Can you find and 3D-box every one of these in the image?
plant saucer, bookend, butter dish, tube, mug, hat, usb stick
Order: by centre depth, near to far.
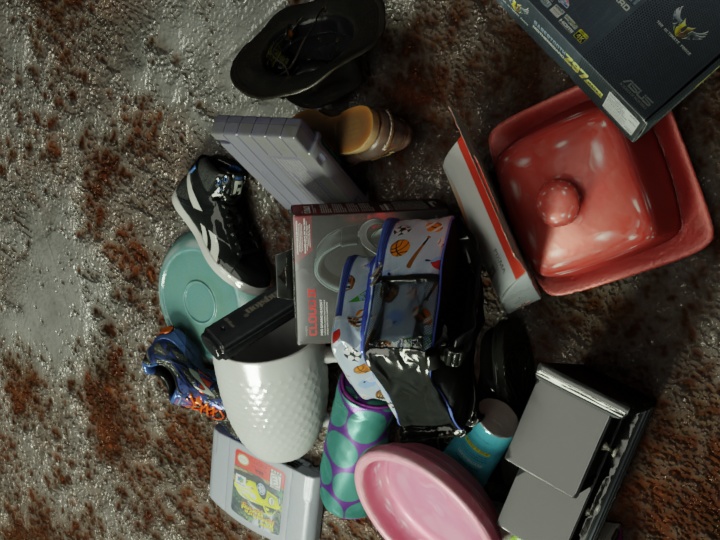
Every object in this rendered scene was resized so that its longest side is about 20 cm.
[{"bbox_3d":[0.215,-0.077,0.835,0.197,0.147,0.204,-21,91,36],"label":"butter dish"},{"bbox_3d":[0.205,0.203,0.848,0.091,0.199,0.202,25,94,27],"label":"bookend"},{"bbox_3d":[0.082,0.270,0.953,0.198,0.051,0.203,30,140,28],"label":"plant saucer"},{"bbox_3d":[0.116,0.226,0.958,0.077,0.050,0.202,40,133,20],"label":"tube"},{"bbox_3d":[-0.050,-0.241,0.993,0.197,0.203,0.081,3,142,32],"label":"hat"},{"bbox_3d":[-0.106,0.045,1.057,0.055,0.198,0.033,39,149,35],"label":"usb stick"},{"bbox_3d":[-0.087,0.153,1.107,0.195,0.148,0.179,-4,118,4],"label":"mug"},{"bbox_3d":[-0.228,0.044,1.232,0.197,0.027,0.205,10,108,32],"label":"plant saucer"}]

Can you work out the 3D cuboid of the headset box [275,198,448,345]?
[{"bbox_3d":[0.000,0.000,0.979,0.195,0.077,0.152,-2,103,-6],"label":"headset box"}]

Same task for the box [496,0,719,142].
[{"bbox_3d":[0.246,-0.245,0.781,0.157,0.051,0.201,-38,78,-6],"label":"box"}]

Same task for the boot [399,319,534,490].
[{"bbox_3d":[0.120,0.158,0.998,0.155,0.079,0.216,4,105,32],"label":"boot"}]

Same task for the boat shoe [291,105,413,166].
[{"bbox_3d":[-0.019,-0.157,1.013,0.198,0.069,0.072,10,96,52],"label":"boat shoe"}]

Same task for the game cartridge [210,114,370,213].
[{"bbox_3d":[-0.072,-0.118,1.001,0.127,0.200,0.039,4,67,29],"label":"game cartridge"}]

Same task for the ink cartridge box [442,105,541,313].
[{"bbox_3d":[0.123,-0.052,0.852,0.049,0.200,0.165,-25,71,14],"label":"ink cartridge box"}]

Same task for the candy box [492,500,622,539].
[{"bbox_3d":[0.207,0.358,1.002,0.196,0.061,0.140,1,102,34],"label":"candy box"}]

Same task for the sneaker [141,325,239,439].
[{"bbox_3d":[-0.239,0.176,1.225,0.199,0.078,0.076,42,138,4],"label":"sneaker"}]

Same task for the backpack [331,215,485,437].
[{"bbox_3d":[0.059,0.045,0.858,0.151,0.194,0.201,8,151,18],"label":"backpack"}]

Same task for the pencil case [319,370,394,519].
[{"bbox_3d":[0.000,0.216,1.070,0.085,0.091,0.203,40,133,36],"label":"pencil case"}]

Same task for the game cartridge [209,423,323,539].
[{"bbox_3d":[-0.141,0.320,1.240,0.197,0.041,0.136,18,115,29],"label":"game cartridge"}]

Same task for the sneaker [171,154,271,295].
[{"bbox_3d":[-0.174,-0.072,1.137,0.201,0.073,0.112,49,124,15],"label":"sneaker"}]
